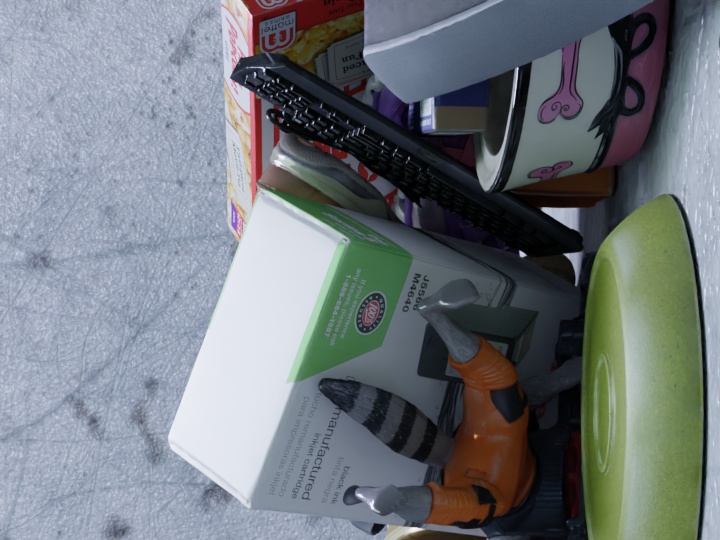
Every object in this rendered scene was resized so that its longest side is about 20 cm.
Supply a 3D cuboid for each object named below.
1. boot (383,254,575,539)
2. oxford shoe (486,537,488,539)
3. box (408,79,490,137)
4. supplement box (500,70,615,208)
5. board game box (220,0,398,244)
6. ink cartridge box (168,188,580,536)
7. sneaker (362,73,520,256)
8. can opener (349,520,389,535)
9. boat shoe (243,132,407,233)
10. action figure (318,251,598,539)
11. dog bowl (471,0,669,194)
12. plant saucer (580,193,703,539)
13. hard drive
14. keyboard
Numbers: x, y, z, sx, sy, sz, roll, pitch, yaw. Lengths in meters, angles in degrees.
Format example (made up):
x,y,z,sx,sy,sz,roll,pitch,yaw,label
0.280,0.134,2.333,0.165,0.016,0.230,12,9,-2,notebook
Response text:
x,y,z,sx,sy,sz,roll,pitch,yaw,label
0.075,0.091,1.330,0.200,0.072,0.156,131,147,-52,boot
0.102,0.172,1.250,0.200,0.071,0.074,138,137,-74,oxford shoe
0.046,-0.169,1.085,0.121,0.032,0.202,-148,58,-85,box
0.105,-0.138,1.178,0.067,0.068,0.202,125,148,-85,supplement box
-0.004,-0.106,1.249,0.046,0.151,0.201,54,156,36,board game box
0.017,0.054,1.135,0.084,0.199,0.146,29,102,46,ink cartridge box
0.059,-0.055,1.240,0.089,0.080,0.201,52,163,37,sneaker
0.055,0.087,1.428,0.201,0.066,0.053,-62,-24,-16,can opener
0.000,0.000,1.204,0.076,0.200,0.072,28,81,47,boat shoe
0.073,0.074,1.094,0.193,0.104,0.201,40,-129,-49,action figure
0.100,-0.137,1.049,0.200,0.073,0.202,-179,90,-86,dog bowl
0.125,0.065,0.983,0.200,0.031,0.202,-179,90,-89,plant saucer
0.070,-0.160,0.917,0.199,0.042,0.136,-20,63,48,hard drive
0.017,-0.059,1.148,0.021,0.199,0.127,-61,16,-6,keyboard
